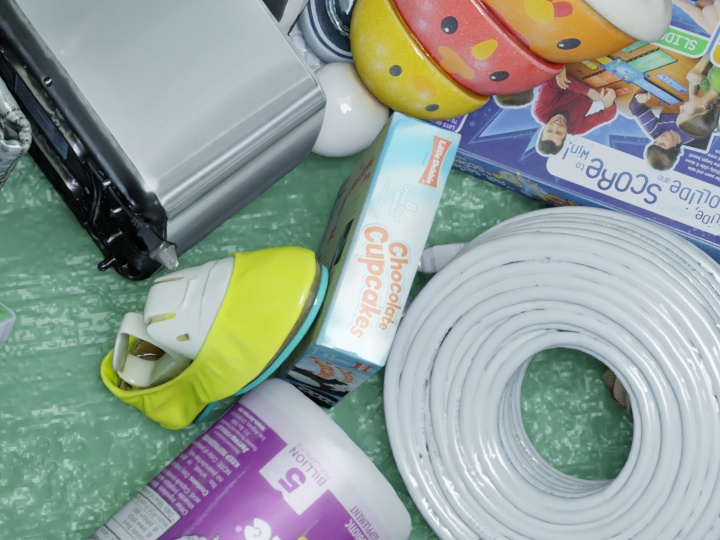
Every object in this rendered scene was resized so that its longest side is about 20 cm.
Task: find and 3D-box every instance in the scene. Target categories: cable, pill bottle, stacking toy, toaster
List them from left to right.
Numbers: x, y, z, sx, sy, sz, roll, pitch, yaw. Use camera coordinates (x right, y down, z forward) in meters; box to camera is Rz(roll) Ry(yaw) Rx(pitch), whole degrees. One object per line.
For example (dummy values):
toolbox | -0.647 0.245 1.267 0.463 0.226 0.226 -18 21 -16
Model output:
toaster | -0.114 -0.094 1.229 0.119 0.181 0.200 -35 86 -12
pill bottle | -0.080 0.157 1.229 0.200 0.112 0.112 -43 88 -10
stacking toy | 0.046 -0.123 1.259 0.200 0.146 0.146 -40 87 21
cable | 0.110 0.068 1.235 0.200 0.069 0.200 -18 91 28

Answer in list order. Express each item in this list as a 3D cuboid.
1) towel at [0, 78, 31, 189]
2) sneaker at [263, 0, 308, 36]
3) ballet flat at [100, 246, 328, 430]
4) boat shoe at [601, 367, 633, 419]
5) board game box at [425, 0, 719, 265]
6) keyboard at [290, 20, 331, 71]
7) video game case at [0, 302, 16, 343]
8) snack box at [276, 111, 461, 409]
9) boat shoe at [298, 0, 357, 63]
towel | -0.243 -0.108 1.219 0.035 0.193 0.200 -34 87 -30
sneaker | -0.020 -0.185 1.258 0.086 0.200 0.080 -17 61 -40
ballet flat | -0.081 0.032 1.204 0.067 0.200 0.067 23 65 -14
boat shoe | 0.162 0.051 1.297 0.072 0.076 0.200 -28 76 -6
board game box | 0.133 -0.094 1.289 0.200 0.034 0.136 23 78 24
keyboard | -0.035 -0.198 1.341 0.056 0.011 0.200 5 80 -6
video game case | -0.295 0.000 1.186 0.200 0.182 0.022 34 119 16
snack box | 0.000 0.000 1.217 0.037 0.200 0.116 19 80 -4
boat shoe | 0.030 -0.204 1.301 0.071 0.091 0.201 26 79 -16
